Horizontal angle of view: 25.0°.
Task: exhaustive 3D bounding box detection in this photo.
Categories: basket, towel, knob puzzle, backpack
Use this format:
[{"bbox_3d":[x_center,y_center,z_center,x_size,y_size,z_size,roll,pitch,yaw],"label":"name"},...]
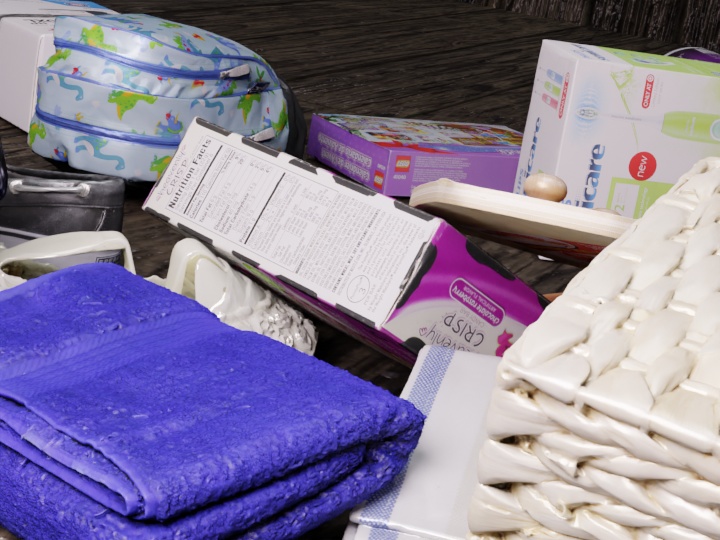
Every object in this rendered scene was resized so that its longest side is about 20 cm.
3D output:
[{"bbox_3d":[0.132,0.060,0.550,0.135,0.124,0.200,19,34,25],"label":"basket"},{"bbox_3d":[-0.091,0.050,0.636,0.147,0.050,0.200,-25,33,-37],"label":"towel"},{"bbox_3d":[0.110,-0.023,0.749,0.219,0.031,0.220,13,-2,0],"label":"knob puzzle"},{"bbox_3d":[0.101,0.090,0.639,0.199,0.024,0.147,11,32,10],"label":"towel"},{"bbox_3d":[-0.148,-0.118,1.154,0.163,0.154,0.200,24,32,25],"label":"backpack"}]

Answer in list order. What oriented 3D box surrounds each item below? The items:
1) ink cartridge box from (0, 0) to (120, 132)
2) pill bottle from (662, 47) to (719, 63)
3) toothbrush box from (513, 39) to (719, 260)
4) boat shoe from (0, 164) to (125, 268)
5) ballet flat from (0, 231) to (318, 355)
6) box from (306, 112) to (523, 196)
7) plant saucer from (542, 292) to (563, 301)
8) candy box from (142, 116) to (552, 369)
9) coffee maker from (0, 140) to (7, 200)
[{"bbox_3d":[-0.249,-0.174,1.366,0.144,0.085,0.200,-2,19,-36],"label":"ink cartridge box"},{"bbox_3d":[0.347,-0.161,1.629,0.112,0.113,0.200,6,15,-12],"label":"pill bottle"},{"bbox_3d":[0.223,-0.078,1.181,0.199,0.146,0.086,7,15,-13],"label":"toothbrush box"},{"bbox_3d":[-0.232,-0.049,0.939,0.199,0.068,0.074,13,15,15],"label":"boat shoe"},{"bbox_3d":[-0.106,0.015,0.789,0.199,0.072,0.072,3,16,-25],"label":"ballet flat"},{"bbox_3d":[0.073,-0.093,1.352,0.199,0.039,0.137,1,16,-30],"label":"box"},{"bbox_3d":[0.173,0.057,0.868,0.199,0.032,0.200,9,16,-2],"label":"plant saucer"},{"bbox_3d":[0.000,0.000,0.817,0.200,0.061,0.136,26,-6,47],"label":"candy box"},{"bbox_3d":[-0.276,-0.055,0.712,0.199,0.135,0.192,-20,34,-26],"label":"coffee maker"}]
